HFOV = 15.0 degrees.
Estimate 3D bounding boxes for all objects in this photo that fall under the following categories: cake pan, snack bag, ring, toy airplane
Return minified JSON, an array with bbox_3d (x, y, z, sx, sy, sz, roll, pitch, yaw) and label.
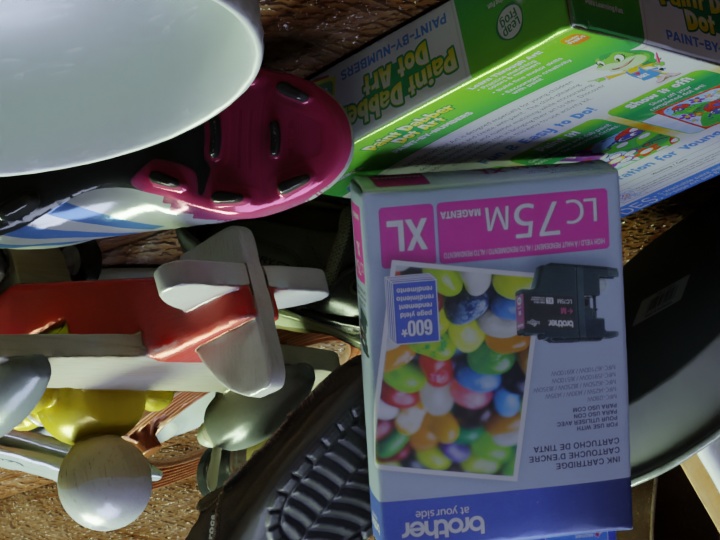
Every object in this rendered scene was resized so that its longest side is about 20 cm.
[{"bbox_3d":[0.165,0.029,1.393,0.037,0.201,0.200,46,139,-15],"label":"cake pan"},{"bbox_3d":[-0.224,0.084,1.406,0.188,0.022,0.200,17,171,-28],"label":"snack bag"},{"bbox_3d":[-0.061,0.077,1.518,0.200,0.019,0.201,-28,166,-8],"label":"ring"},{"bbox_3d":[-0.106,0.050,1.267,0.199,0.142,0.199,3,177,-2],"label":"toy airplane"}]

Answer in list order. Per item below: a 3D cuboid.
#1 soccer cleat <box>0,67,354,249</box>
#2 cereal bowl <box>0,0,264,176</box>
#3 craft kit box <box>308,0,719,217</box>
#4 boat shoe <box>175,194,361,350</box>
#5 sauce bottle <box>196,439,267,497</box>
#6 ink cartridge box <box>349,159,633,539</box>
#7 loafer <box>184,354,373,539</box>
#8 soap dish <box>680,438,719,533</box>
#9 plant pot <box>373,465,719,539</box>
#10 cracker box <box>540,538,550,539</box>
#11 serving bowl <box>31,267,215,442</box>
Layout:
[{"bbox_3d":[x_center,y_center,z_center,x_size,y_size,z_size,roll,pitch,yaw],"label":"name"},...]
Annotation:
[{"bbox_3d":[-0.096,-0.050,1.213,0.199,0.070,0.086,-7,176,11],"label":"soccer cleat"},{"bbox_3d":[-0.136,-0.105,0.980,0.199,0.084,0.200,-6,163,-2],"label":"cereal bowl"},{"bbox_3d":[0.092,-0.074,1.231,0.197,0.049,0.200,6,158,-42],"label":"craft kit box"},{"bbox_3d":[0.000,-0.001,1.324,0.200,0.072,0.066,8,163,24],"label":"boat shoe"},{"bbox_3d":[-0.027,0.096,1.419,0.064,0.065,0.200,2,171,-26],"label":"sauce bottle"},{"bbox_3d":[0.061,0.054,1.239,0.119,0.201,0.042,-5,-167,-8],"label":"ink cartridge box"},{"bbox_3d":[-0.046,0.112,1.294,0.200,0.071,0.073,-50,133,6],"label":"loafer"},{"bbox_3d":[0.241,0.068,1.522,0.157,0.081,0.200,-37,141,-2],"label":"soap dish"},{"bbox_3d":[0.115,0.150,1.757,0.199,0.188,0.187,2,166,21],"label":"plant pot"},{"bbox_3d":[0.060,0.075,1.383,0.057,0.201,0.134,4,151,-19],"label":"cracker box"},{"bbox_3d":[-0.147,0.061,1.520,0.199,0.066,0.200,-5,162,-2],"label":"serving bowl"}]
